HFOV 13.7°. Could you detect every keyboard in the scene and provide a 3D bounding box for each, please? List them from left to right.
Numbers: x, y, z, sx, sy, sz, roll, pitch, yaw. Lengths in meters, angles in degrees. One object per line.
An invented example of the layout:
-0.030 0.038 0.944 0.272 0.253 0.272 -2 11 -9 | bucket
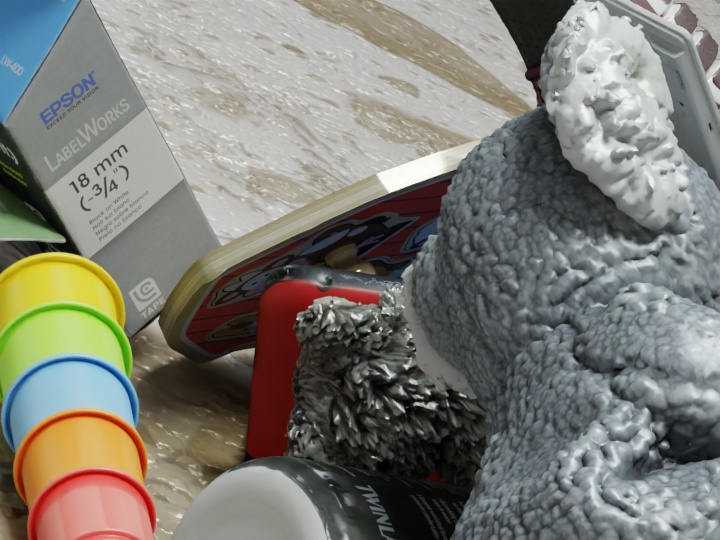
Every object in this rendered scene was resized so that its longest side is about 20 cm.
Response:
0.116 -0.024 1.025 0.056 0.011 0.200 40 -15 41 | keyboard

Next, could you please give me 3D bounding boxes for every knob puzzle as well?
0.000 0.000 1.272 0.220 0.219 0.031 -5 67 -57 | knob puzzle

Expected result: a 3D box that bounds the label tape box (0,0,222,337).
-0.151 -0.083 1.266 0.144 0.063 0.200 35 -21 44 | label tape box

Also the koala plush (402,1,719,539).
0.083 0.031 0.914 0.183 0.177 0.200 -9 61 -26 | koala plush

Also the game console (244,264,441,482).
0.059 0.040 1.252 0.200 0.173 0.119 8 45 2 | game console

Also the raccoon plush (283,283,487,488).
0.064 0.042 1.061 0.134 0.097 0.200 0 -4 -37 | raccoon plush

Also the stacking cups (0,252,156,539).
-0.110 0.067 1.133 0.060 0.061 0.200 19 25 -20 | stacking cups

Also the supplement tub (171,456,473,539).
0.037 0.136 1.018 0.200 0.123 0.123 14 22 -34 | supplement tub

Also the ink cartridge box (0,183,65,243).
-0.225 -0.017 1.184 0.104 0.059 0.200 37 21 31 | ink cartridge box

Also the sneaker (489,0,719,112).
0.102 -0.041 1.206 0.200 0.116 0.076 44 -24 -16 | sneaker
